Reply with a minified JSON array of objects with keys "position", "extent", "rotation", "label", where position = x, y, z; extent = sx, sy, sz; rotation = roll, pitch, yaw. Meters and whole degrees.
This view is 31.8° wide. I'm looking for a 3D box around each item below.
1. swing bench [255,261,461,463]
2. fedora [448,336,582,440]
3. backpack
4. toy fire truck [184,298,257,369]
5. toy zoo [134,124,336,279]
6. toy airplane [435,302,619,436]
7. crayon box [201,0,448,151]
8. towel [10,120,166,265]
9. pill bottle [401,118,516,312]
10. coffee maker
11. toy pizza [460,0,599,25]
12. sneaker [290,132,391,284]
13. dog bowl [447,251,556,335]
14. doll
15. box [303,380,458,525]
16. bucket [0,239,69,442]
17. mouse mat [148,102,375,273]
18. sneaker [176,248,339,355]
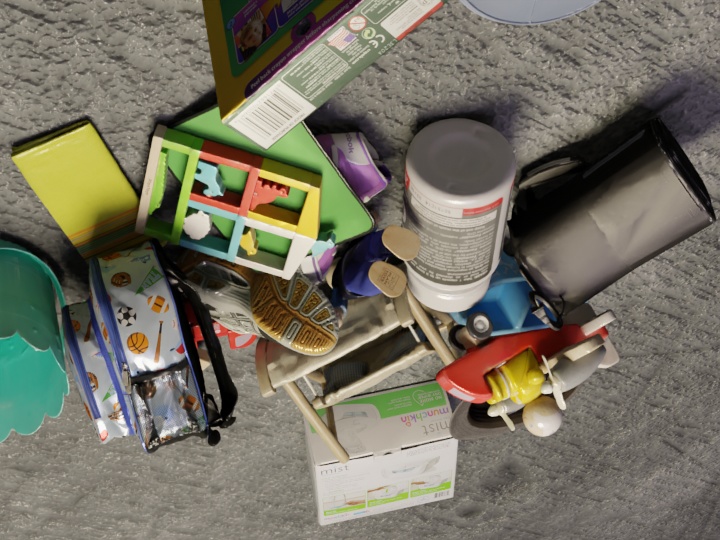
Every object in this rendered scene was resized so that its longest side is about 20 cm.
[{"position":[0.004,0.097,1.495],"extent":[0.197,0.131,0.200],"rotation":[-26,137,15],"label":"swing bench"},{"position":[0.190,0.132,1.635],"extent":[0.197,0.091,0.178],"rotation":[-17,146,-10],"label":"fedora"},{"position":[-0.227,0.072,1.292],"extent":[0.152,0.200,0.194],"rotation":[-12,108,-18],"label":"backpack"},{"position":[-0.211,0.089,1.466],"extent":[0.197,0.049,0.142],"rotation":[-10,144,-10],"label":"toy fire truck"},{"position":[-0.118,-0.060,1.253],"extent":[0.197,0.021,0.132],"rotation":[17,133,-5],"label":"toy zoo"},{"position":[0.205,0.114,1.422],"extent":[0.197,0.143,0.199],"rotation":[-17,165,25],"label":"toy airplane"},{"position":[-0.037,-0.224,1.016],"extent":[0.199,0.174,0.058],"rotation":[-35,136,26],"label":"crayon box"},{"position":[-0.268,-0.071,1.266],"extent":[0.085,0.018,0.201],"rotation":[-23,143,1],"label":"towel"},{"position":[0.099,-0.053,1.341],"extent":[0.112,0.115,0.201],"rotation":[-9,143,-9],"label":"pill bottle"},{"position":[0.271,-0.046,1.346],"extent":[0.199,0.194,0.134],"rotation":[-35,131,23],"label":"coffee maker"},{"position":[0.167,-0.300,1.114],"extent":[0.197,0.032,0.201],"rotation":[-10,144,-7],"label":"toy pizza"},{"position":[-0.020,-0.062,1.323],"extent":[0.112,0.073,0.202],"rotation":[-13,144,-9],"label":"sneaker"},{"position":[0.190,0.025,1.504],"extent":[0.197,0.050,0.113],"rotation":[-5,134,-25],"label":"dog bowl"},{"position":[0.000,0.000,1.355],"extent":[0.048,0.138,0.200],"rotation":[24,170,-15],"label":"doll"},{"position":[0.027,0.252,1.725],"extent":[0.197,0.098,0.178],"rotation":[-11,143,-6],"label":"box"},{"position":[-0.399,0.071,1.299],"extent":[0.204,0.136,0.209],"rotation":[-10,144,-7],"label":"bucket"},{"position":[-0.096,-0.086,1.244],"extent":[0.159,0.008,0.201],"rotation":[-19,125,26],"label":"mouse mat"},{"position":[-0.105,0.038,1.362],"extent":[0.076,0.198,0.088],"rotation":[-53,160,-23],"label":"sneaker"}]
